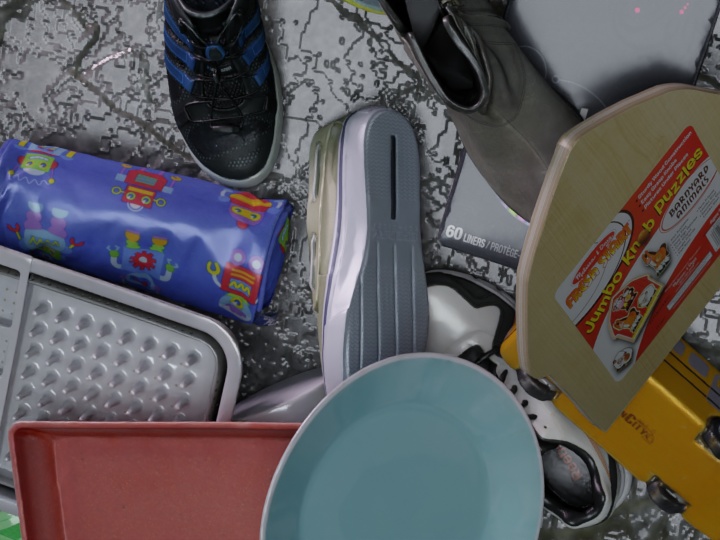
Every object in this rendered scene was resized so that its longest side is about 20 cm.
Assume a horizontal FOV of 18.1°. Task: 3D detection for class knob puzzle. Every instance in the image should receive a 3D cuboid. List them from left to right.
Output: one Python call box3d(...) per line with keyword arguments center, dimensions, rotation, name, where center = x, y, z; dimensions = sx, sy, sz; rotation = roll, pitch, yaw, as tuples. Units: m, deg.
box3d(center=(0.147, -0.025, 1.274), dimensions=(0.030, 0.219, 0.221), rotation=(33, 107, 39), name="knob puzzle")

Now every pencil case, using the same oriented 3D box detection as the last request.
box3d(center=(-0.139, -0.024, 1.427), dimensions=(0.199, 0.078, 0.087), rotation=(14, 134, 4), name="pencil case")

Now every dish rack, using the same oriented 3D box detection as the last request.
box3d(center=(-0.172, 0.079, 1.411), dimensions=(0.199, 0.044, 0.173), rotation=(18, 110, 11), name="dish rack")

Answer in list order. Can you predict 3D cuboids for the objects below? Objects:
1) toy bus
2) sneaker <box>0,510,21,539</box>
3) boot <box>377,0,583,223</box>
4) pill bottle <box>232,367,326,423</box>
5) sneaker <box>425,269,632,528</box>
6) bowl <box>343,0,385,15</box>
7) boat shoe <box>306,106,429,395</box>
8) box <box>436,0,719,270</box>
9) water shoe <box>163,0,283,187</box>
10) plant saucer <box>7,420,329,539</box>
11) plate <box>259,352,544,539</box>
box3d(center=(0.183, 0.083, 1.396), dimensions=(0.200, 0.078, 0.065), rotation=(41, 123, -4), name="toy bus")
box3d(center=(-0.186, 0.154, 1.468), dimensions=(0.199, 0.074, 0.084), rotation=(-10, 104, 9), name="sneaker")
box3d(center=(0.065, -0.096, 1.250), dimensions=(0.068, 0.131, 0.201), rotation=(-33, 92, 14), name="boot")
box3d(center=(-0.013, 0.168, 1.430), dimensions=(0.110, 0.111, 0.201), rotation=(-22, 97, 11), name="pill bottle")
box3d(center=(0.096, 0.079, 1.416), dimensions=(0.200, 0.080, 0.074), rotation=(45, 105, -1), name="sneaker")
box3d(center=(-0.001, -0.259, 1.335), dimensions=(0.107, 0.199, 0.202), rotation=(22, 108, 46), name="bowl")
box3d(center=(0.000, 0.000, 1.401), dimensions=(0.062, 0.072, 0.201), rotation=(-8, 74, 49), name="boat shoe")
box3d(center=(0.133, -0.100, 1.361), dimensions=(0.121, 0.106, 0.201), rotation=(17, 102, 3), name="box")
box3d(center=(-0.095, -0.146, 1.395), dimensions=(0.071, 0.079, 0.201), rotation=(-7, 100, 9), name="water shoe")
box3d(center=(-0.107, 0.182, 1.381), dimensions=(0.198, 0.037, 0.201), rotation=(-1, 105, 16), name="plant saucer")
box3d(center=(0.023, 0.145, 1.340), dimensions=(0.199, 0.026, 0.202), rotation=(-7, 103, -31), name="plate")
